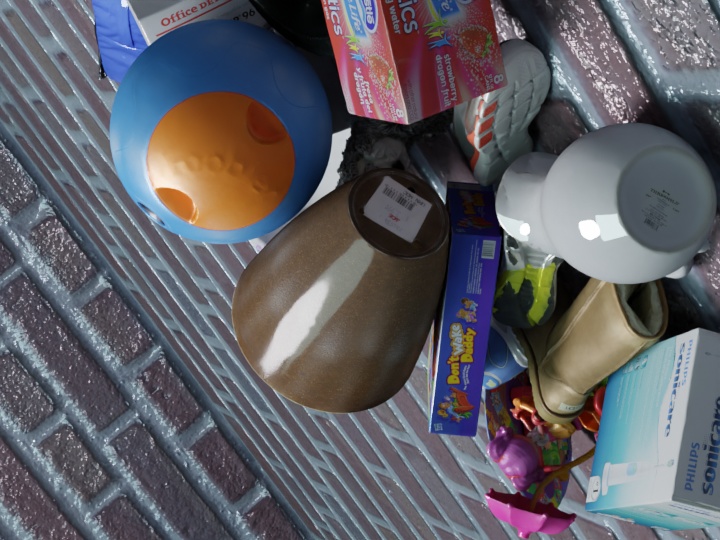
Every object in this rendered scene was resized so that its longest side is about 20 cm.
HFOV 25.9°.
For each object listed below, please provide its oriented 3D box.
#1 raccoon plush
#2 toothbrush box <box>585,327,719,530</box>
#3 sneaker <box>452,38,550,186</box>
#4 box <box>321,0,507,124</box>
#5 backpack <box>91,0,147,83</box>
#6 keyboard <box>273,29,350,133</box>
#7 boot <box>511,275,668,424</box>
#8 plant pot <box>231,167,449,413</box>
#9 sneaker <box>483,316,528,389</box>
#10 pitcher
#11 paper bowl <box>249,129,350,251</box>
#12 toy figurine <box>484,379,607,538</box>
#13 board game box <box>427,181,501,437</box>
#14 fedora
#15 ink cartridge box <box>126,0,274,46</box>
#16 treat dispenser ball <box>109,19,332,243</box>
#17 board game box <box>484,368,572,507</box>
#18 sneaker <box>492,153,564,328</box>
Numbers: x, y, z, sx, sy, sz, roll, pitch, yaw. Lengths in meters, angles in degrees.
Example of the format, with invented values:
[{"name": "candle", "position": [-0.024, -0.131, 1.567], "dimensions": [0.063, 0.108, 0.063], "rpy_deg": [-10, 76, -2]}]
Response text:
[{"name": "raccoon plush", "position": [-0.008, -0.153, 1.480], "dimensions": [0.200, 0.134, 0.097], "rpy_deg": [46, 168, 22]}, {"name": "toothbrush box", "position": [0.276, 0.142, 1.350], "dimensions": [0.085, 0.147, 0.200], "rpy_deg": [15, 165, -8]}, {"name": "sneaker", "position": [0.103, -0.145, 1.332], "dimensions": [0.082, 0.077, 0.200], "rpy_deg": [53, 164, 19]}, {"name": "box", "position": [0.031, -0.223, 1.201], "dimensions": [0.095, 0.100, 0.200], "rpy_deg": [19, 127, 58]}, {"name": "backpack", "position": [-0.184, -0.290, 1.614], "dimensions": [0.167, 0.163, 0.200], "rpy_deg": [16, 152, 12]}, {"name": "keyboard", "position": [-0.057, -0.226, 1.497], "dimensions": [0.011, 0.056, 0.200], "rpy_deg": [-18, 95, 57]}, {"name": "boot", "position": [0.208, 0.030, 1.442], "dimensions": [0.200, 0.066, 0.176], "rpy_deg": [118, 143, -56]}, {"name": "plant pot", "position": [0.000, 0.000, 1.405], "dimensions": [0.187, 0.187, 0.200], "rpy_deg": [46, 144, 10]}, {"name": "sneaker", "position": [0.120, 0.046, 1.619], "dimensions": [0.076, 0.077, 0.200], "rpy_deg": [40, -168, -30]}, {"name": "pitcher", "position": [0.215, -0.040, 1.227], "dimensions": [0.171, 0.121, 0.200], "rpy_deg": [24, 173, -14]}, {"name": "paper bowl", "position": [-0.033, -0.102, 1.615], "dimensions": [0.104, 0.201, 0.201], "rpy_deg": [6, -157, -47]}, {"name": "toy figurine", "position": [0.198, 0.178, 1.593], "dimensions": [0.200, 0.184, 0.150], "rpy_deg": [54, 163, -13]}, {"name": "board game box", "position": [0.095, 0.034, 1.464], "dimensions": [0.135, 0.045, 0.200], "rpy_deg": [-87, 1, -67]}, {"name": "fedora", "position": [-0.031, -0.276, 1.331], "dimensions": [0.201, 0.092, 0.201], "rpy_deg": [40, 152, 26]}, {"name": "ink cartridge box", "position": [-0.147, -0.229, 1.506], "dimensions": [0.200, 0.116, 0.068], "rpy_deg": [65, 176, -37]}, {"name": "treat dispenser ball", "position": [-0.125, -0.125, 1.414], "dimensions": [0.201, 0.201, 0.201], "rpy_deg": [44, 163, 18]}, {"name": "board game box", "position": [0.199, 0.165, 1.694], "dimensions": [0.039, 0.158, 0.200], "rpy_deg": [-13, 123, 32]}, {"name": "sneaker", "position": [0.153, -0.039, 1.403], "dimensions": [0.200, 0.074, 0.085], "rpy_deg": [108, 165, -45]}]
